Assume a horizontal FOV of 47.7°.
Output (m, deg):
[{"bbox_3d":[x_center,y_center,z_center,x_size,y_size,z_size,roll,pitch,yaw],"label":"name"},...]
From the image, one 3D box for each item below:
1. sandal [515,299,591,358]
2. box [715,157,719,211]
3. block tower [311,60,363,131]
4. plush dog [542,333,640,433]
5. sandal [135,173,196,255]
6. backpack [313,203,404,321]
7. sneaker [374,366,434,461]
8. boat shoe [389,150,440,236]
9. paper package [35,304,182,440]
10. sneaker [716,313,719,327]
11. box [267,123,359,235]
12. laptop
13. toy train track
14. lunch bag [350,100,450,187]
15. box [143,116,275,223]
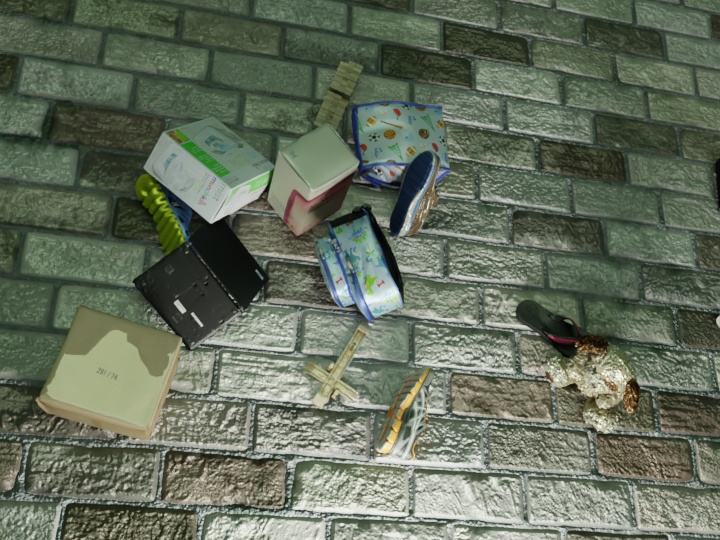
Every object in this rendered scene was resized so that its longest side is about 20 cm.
[{"bbox_3d":[0.426,0.127,1.743,0.200,0.045,0.075,31,63,0],"label":"sandal"},{"bbox_3d":[0.990,-0.208,1.997,0.199,0.104,0.148,12,64,-9],"label":"box"},{"bbox_3d":[-0.054,-0.380,1.834,0.054,0.058,0.201,23,62,-4],"label":"block tower"},{"bbox_3d":[0.495,0.208,1.646,0.160,0.172,0.200,-38,81,-17],"label":"plush dog"},{"bbox_3d":[-0.369,-0.107,1.628,0.087,0.079,0.201,-16,79,-47],"label":"sandal"},{"bbox_3d":[0.000,0.000,1.621,0.147,0.183,0.201,-25,75,2],"label":"backpack"},{"bbox_3d":[0.099,0.278,1.587,0.077,0.078,0.200,34,66,-13],"label":"sneaker"},{"bbox_3d":[0.127,-0.163,1.727,0.072,0.200,0.072,1,37,-36],"label":"boat shoe"},{"bbox_3d":[-0.444,0.186,1.466,0.199,0.104,0.191,18,64,-5],"label":"paper package"},{"bbox_3d":[0.920,0.138,1.851,0.200,0.073,0.114,46,61,7],"label":"sneaker"},{"bbox_3d":[-0.099,-0.181,1.655,0.128,0.200,0.109,-34,78,-24],"label":"box"},{"bbox_3d":[-0.305,0.019,1.585,0.200,0.103,0.177,-37,106,-1],"label":"laptop"},{"bbox_3d":[-0.034,0.181,1.610,0.114,0.033,0.200,32,63,1],"label":"toy train track"},{"bbox_3d":[0.078,-0.275,1.786,0.199,0.124,0.171,3,66,-23],"label":"lunch bag"},{"bbox_3d":[-0.296,-0.202,1.624,0.176,0.097,0.200,39,27,5],"label":"box"}]
